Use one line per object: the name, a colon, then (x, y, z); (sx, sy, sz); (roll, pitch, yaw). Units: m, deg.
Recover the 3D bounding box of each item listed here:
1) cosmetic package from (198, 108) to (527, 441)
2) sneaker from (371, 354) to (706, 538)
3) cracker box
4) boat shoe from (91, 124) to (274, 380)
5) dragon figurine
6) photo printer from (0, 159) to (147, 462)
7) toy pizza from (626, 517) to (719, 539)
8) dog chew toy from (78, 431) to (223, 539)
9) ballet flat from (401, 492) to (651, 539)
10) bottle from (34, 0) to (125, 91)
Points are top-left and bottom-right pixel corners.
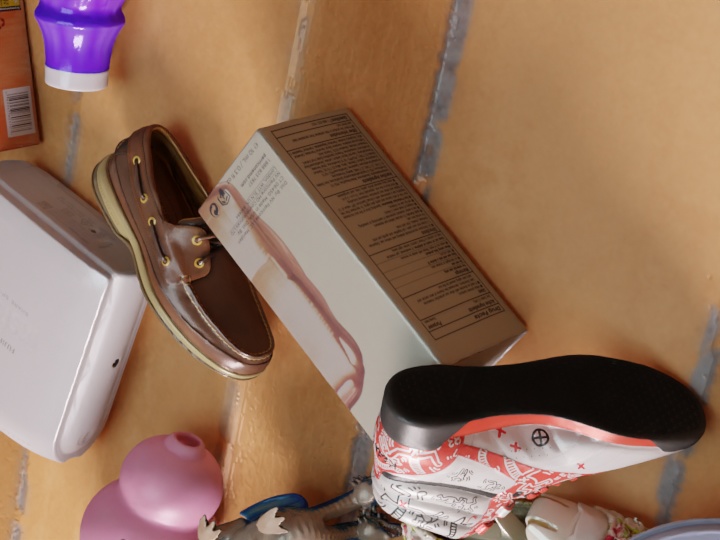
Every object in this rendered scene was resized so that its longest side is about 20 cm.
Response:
cosmetic package: (0.000, 0.000, 1.144); (0.200, 0.103, 0.087); (52, 127, 17)
sneaker: (0.104, 0.112, 1.079); (0.067, 0.200, 0.108); (-99, 14, -45)
cracker box: (-0.349, -0.162, 1.396); (0.199, 0.058, 0.135); (3, 103, 36)
boat shoe: (-0.121, -0.015, 1.251); (0.068, 0.072, 0.201); (-43, 73, 38)
dragon figurine: (-0.065, 0.191, 1.234); (0.199, 0.099, 0.059); (-19, 82, 27)
photo printer: (-0.253, 0.039, 1.366); (0.166, 0.069, 0.201); (37, 121, 24)
toy pizza: (0.212, 0.244, 1.055); (0.199, 0.032, 0.201); (1, 99, 7)
dog chew toy: (-0.161, 0.212, 1.316); (0.124, 0.124, 0.201); (32, 111, 26)
ballet flat: (0.104, 0.172, 1.123); (0.199, 0.076, 0.064); (-2, 128, 37)
bottle: (-0.200, -0.231, 1.258); (0.083, 0.065, 0.201); (19, 113, 31)
